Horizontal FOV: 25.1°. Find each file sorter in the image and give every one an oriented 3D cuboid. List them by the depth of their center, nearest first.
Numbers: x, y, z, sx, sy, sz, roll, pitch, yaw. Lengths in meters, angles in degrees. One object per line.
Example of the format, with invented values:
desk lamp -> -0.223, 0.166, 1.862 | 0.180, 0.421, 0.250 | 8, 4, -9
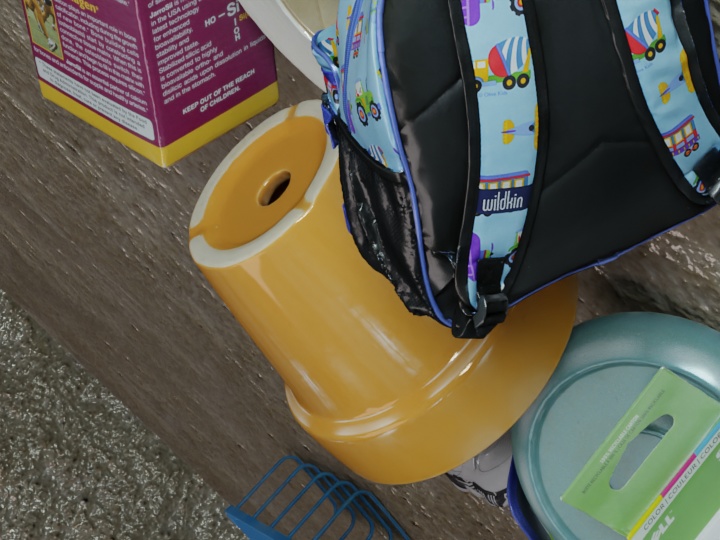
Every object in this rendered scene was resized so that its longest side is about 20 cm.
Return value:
file sorter -> -0.050, 0.334, 2.061 | 0.139, 0.123, 0.200 | 52, 161, -27

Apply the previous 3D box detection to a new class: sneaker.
sneaker -> 0.089, 0.135, 1.367 | 0.115, 0.075, 0.200 | 43, 166, -9

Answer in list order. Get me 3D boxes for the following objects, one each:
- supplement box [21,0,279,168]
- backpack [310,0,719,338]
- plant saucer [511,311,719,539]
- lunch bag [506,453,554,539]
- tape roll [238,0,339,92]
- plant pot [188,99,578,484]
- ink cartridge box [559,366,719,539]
supplement box -> -0.136, -0.186, 0.984 | 0.131, 0.103, 0.200 | 32, 142, 34
backpack -> 0.066, -0.099, 0.720 | 0.135, 0.182, 0.200 | 42, 153, 54
plant saucer -> 0.183, 0.123, 1.016 | 0.200, 0.027, 0.201 | 11, 114, 25
lunch bag -> 0.198, 0.191, 1.199 | 0.170, 0.127, 0.200 | 53, 178, -26
tape roll -> 0.005, -0.164, 0.867 | 0.202, 0.071, 0.203 | 39, 162, 15
plant pot -> 0.000, 0.000, 0.991 | 0.183, 0.200, 0.200 | 41, 166, -32
ink cartridge box -> 0.229, 0.152, 0.940 | 0.200, 0.104, 0.059 | 30, -164, -18
